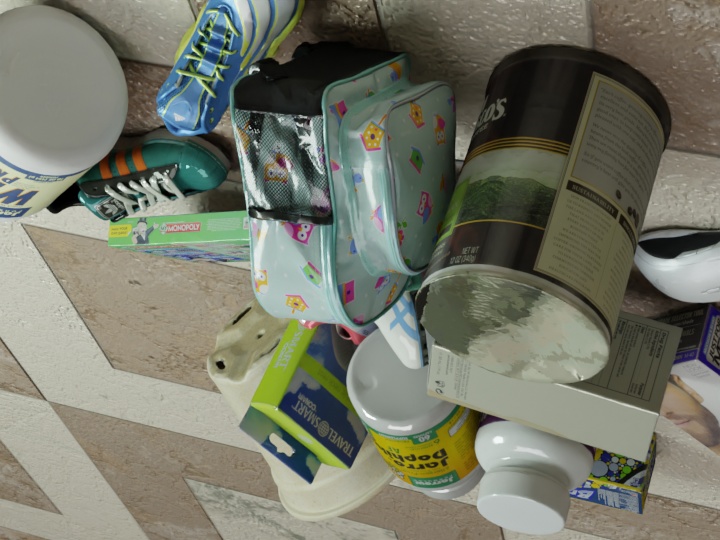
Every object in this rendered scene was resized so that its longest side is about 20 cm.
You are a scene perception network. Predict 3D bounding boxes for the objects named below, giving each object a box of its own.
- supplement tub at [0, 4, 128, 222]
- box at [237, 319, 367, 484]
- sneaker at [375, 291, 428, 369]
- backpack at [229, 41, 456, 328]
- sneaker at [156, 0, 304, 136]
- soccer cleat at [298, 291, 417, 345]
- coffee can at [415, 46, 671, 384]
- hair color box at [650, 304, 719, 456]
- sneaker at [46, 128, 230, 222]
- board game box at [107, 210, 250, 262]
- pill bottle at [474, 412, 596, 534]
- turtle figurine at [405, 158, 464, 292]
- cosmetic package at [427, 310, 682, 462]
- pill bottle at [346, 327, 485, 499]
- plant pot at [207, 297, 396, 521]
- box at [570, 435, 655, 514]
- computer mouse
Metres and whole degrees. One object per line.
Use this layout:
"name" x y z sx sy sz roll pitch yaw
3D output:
"supplement tub" -0.301 -0.128 1.336 0.144 0.146 0.199 31 151 -20
"box" -0.026 0.094 1.481 0.047 0.202 0.122 4 150 46
"sneaker" 0.000 0.000 1.348 0.202 0.072 0.072 62 177 -1
"backpack" -0.009 -0.058 1.166 0.151 0.176 0.203 12 112 20
"sneaker" -0.104 -0.162 1.182 0.075 0.106 0.200 25 153 -10
"soccer cleat" 0.021 0.044 1.457 0.199 0.077 0.067 27 -165 -46
"coffee can" 0.137 -0.040 1.131 0.145 0.202 0.147 16 152 9
"hair color box" 0.342 0.115 1.419 0.199 0.065 0.109 36 150 -23
"sneaker" -0.211 -0.080 1.428 0.198 0.081 0.072 1 147 32
"board game box" -0.122 -0.030 1.454 0.198 0.030 0.134 -1 172 35
"pill bottle" 0.167 0.135 1.418 0.111 0.202 0.113 12 151 7
"turtle figurine" 0.098 -0.036 1.283 0.199 0.101 0.151 34 109 5
"cosmetic package" 0.166 0.078 1.321 0.198 0.104 0.074 18 139 12
"pill bottle" 0.063 0.141 1.458 0.111 0.114 0.201 9 153 21
"plant pot" -0.057 0.123 1.598 0.199 0.201 0.184 -10 129 45
"box" 0.213 0.198 1.647 0.197 0.071 0.065 12 151 17
"computer mouse" 0.311 0.001 1.255 0.198 0.044 0.110 -4 145 39
